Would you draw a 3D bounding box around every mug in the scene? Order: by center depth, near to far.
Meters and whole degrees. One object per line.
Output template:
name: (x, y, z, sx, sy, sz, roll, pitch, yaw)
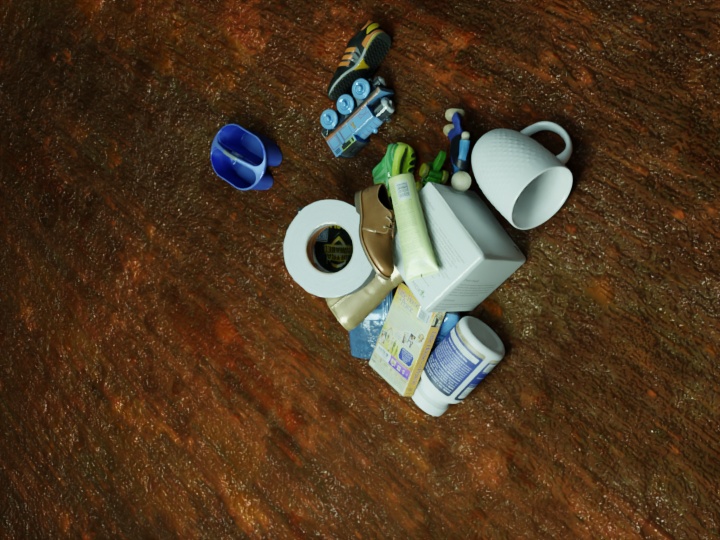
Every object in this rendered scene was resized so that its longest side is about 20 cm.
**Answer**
mug: (0.321, -0.208, 1.536, 0.200, 0.148, 0.176, -40, 53, 4)

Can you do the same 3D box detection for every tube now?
tube: (0.097, -0.083, 1.505, 0.058, 0.051, 0.202, 133, 126, -74)

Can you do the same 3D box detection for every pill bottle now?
pill bottle: (0.195, 0.201, 1.627, 0.116, 0.115, 0.200, 50, 115, 25)

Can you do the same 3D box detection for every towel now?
towel: (0.022, 0.103, 1.748, 0.111, 0.049, 0.202, 2, 109, 20)

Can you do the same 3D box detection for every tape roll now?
tape roll: (-0.056, -0.045, 1.629, 0.198, 0.066, 0.202, 0, 90, 12)

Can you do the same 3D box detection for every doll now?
doll: (0.202, -0.236, 1.607, 0.048, 0.137, 0.201, 0, 48, -1)

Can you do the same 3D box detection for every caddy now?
caddy: (-0.296, -0.285, 1.989, 0.199, 0.105, 0.142, 33, 109, 31)

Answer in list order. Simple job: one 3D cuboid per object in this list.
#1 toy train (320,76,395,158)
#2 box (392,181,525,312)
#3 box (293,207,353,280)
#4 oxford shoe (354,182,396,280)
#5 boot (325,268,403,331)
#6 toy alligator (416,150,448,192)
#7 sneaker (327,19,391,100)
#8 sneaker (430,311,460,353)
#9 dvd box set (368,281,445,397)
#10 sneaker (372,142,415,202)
toy train: (-0.003, -0.350, 1.800, 0.200, 0.086, 0.115, -38, 78, 27)
box: (0.184, -0.043, 1.586, 0.171, 0.198, 0.201, -45, 64, 27)
box: (-0.067, -0.056, 1.767, 0.049, 0.199, 0.161, 3, 90, 36)
oxford shoe: (0.040, -0.081, 1.532, 0.071, 0.071, 0.202, -24, 66, 32)
boot: (0.000, 0.000, 1.678, 0.200, 0.066, 0.176, -39, 71, 11)
toy alligator: (0.141, -0.167, 1.712, 0.054, 0.059, 0.202, -120, 47, -70)
sneaker: (-0.012, -0.486, 1.822, 0.200, 0.070, 0.090, -47, 50, 25)
sneaker: (0.145, 0.152, 1.668, 0.200, 0.066, 0.079, -41, 39, 42)
dvd box set: (0.096, 0.142, 1.655, 0.146, 0.029, 0.202, 35, 109, 52)
sneaker: (0.064, -0.190, 1.763, 0.083, 0.074, 0.202, 36, 110, 51)
